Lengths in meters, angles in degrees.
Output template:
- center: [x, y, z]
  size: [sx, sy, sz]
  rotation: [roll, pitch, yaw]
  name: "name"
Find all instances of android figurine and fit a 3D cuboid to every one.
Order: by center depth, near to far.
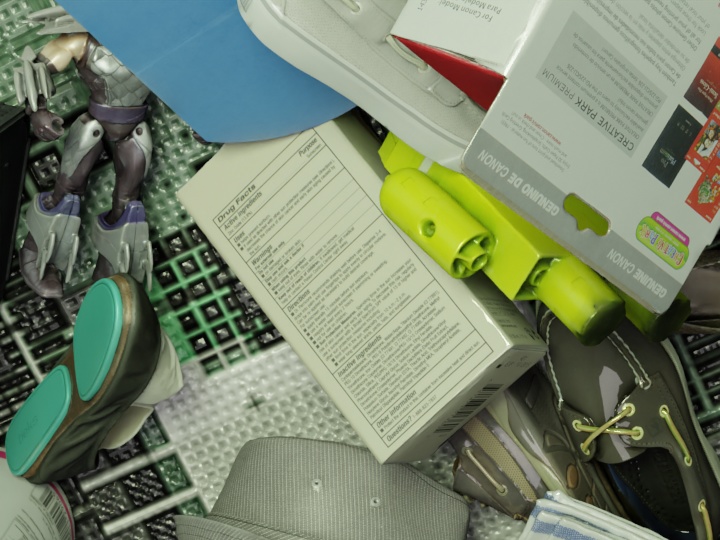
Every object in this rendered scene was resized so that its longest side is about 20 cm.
- center: [0.087, -0.033, 1.021]
  size: [0.200, 0.182, 0.041]
  rotation: [46, 119, 31]
  name: "android figurine"

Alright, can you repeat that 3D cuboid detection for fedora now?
- center: [-0.006, 0.153, 1.103]
  size: [0.199, 0.177, 0.091]
  rotation: [18, 77, 7]
  name: "fedora"

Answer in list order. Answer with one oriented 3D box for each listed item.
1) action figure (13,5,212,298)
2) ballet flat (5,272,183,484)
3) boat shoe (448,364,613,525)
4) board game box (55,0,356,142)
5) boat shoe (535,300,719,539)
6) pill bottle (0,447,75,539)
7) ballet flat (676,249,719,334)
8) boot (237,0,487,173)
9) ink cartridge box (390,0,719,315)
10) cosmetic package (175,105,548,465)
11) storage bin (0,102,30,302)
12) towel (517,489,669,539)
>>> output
- center: [-0.141, -0.078, 1.071]
  size: [0.129, 0.069, 0.201]
  rotation: [3, 117, -21]
  name: "action figure"
- center: [-0.147, 0.062, 1.093]
  size: [0.068, 0.068, 0.200]
  rotation: [5, 148, -29]
  name: "ballet flat"
- center: [0.090, 0.104, 1.117]
  size: [0.073, 0.075, 0.200]
  rotation: [-28, 101, 30]
  name: "boat shoe"
- center: [-0.057, -0.154, 0.960]
  size: [0.158, 0.039, 0.200]
  rotation: [-31, 136, 17]
  name: "board game box"
- center: [0.157, 0.093, 1.080]
  size: [0.071, 0.061, 0.202]
  rotation: [-19, 118, 30]
  name: "boat shoe"
- center: [-0.243, 0.188, 1.093]
  size: [0.113, 0.200, 0.114]
  rotation: [1, 105, 5]
  name: "pill bottle"
- center: [0.226, 0.011, 1.084]
  size: [0.199, 0.046, 0.068]
  rotation: [-1, 106, 5]
  name: "ballet flat"
- center: [0.041, -0.119, 0.936]
  size: [0.199, 0.074, 0.095]
  rotation: [25, 131, -35]
  name: "boot"
- center: [0.116, -0.098, 0.911]
  size: [0.200, 0.084, 0.176]
  rotation: [33, 86, -45]
  name: "ink cartridge box"
- center: [0.000, 0.000, 1.047]
  size: [0.105, 0.071, 0.200]
  rotation: [-42, 72, 15]
  name: "cosmetic package"
- center: [-0.257, -0.020, 1.035]
  size: [0.093, 0.200, 0.136]
  rotation: [13, 106, 2]
  name: "storage bin"
- center: [0.138, 0.217, 1.121]
  size: [0.146, 0.024, 0.200]
  rotation: [23, 134, -3]
  name: "towel"
